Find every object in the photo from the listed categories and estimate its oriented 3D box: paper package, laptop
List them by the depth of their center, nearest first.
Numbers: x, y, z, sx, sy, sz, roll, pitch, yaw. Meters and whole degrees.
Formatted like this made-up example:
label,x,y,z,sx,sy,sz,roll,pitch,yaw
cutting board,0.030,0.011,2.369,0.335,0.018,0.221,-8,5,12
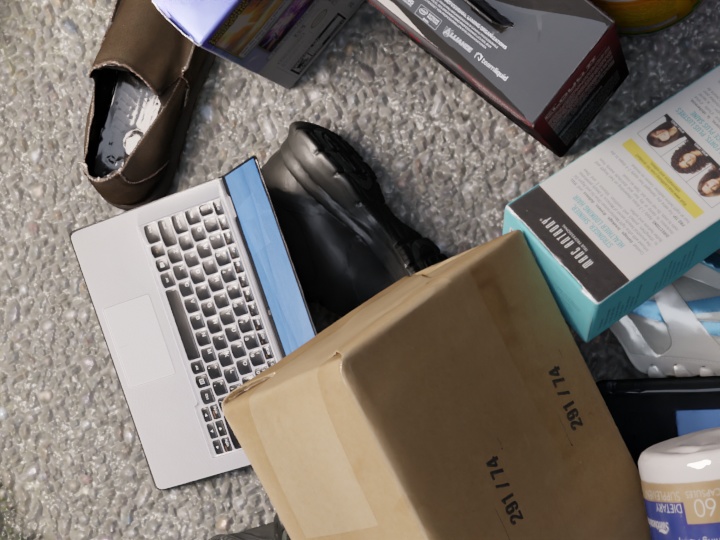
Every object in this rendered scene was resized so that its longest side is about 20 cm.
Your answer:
label,x,y,z,sx,sy,sz,roll,pitch,yaw
paper package,0.052,0.109,0.847,0.103,0.190,0.201,-24,96,44
laptop,-0.099,0.042,0.964,0.199,0.116,0.188,-18,92,21

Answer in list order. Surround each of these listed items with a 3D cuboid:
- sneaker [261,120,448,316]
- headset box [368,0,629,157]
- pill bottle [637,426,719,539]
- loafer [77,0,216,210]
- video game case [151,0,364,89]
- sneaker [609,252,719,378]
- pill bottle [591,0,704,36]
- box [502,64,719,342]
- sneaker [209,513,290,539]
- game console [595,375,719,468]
label,x,y,z,sx,sy,sz,roll,pitch,yaw
sneaker,0.000,0.000,0.996,0.091,0.076,0.200,-44,73,19
headset box,0.076,-0.148,0.906,0.149,0.200,0.077,40,98,10
pill bottle,0.224,0.188,0.839,0.110,0.111,0.202,-12,88,13
loafer,-0.140,-0.139,1.022,0.072,0.071,0.202,11,92,13
video game case,-0.020,-0.211,0.938,0.045,0.181,0.200,43,98,10
sneaker,0.213,0.035,0.941,0.199,0.076,0.081,29,104,18
pill bottle,0.154,-0.205,0.887,0.110,0.200,0.112,0,90,13
box,0.185,-0.048,0.903,0.199,0.049,0.082,-33,64,-17
sneaker,-0.029,0.182,0.961,0.200,0.090,0.076,-33,74,50
game console,0.239,0.146,0.914,0.199,0.031,0.178,-4,109,20
